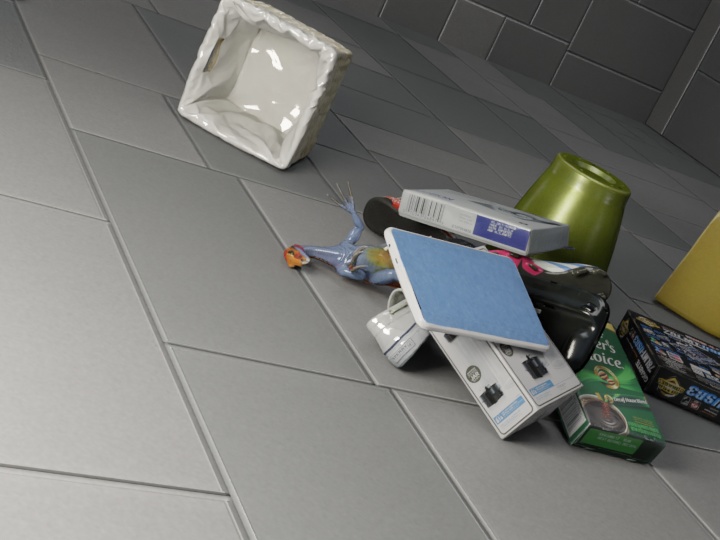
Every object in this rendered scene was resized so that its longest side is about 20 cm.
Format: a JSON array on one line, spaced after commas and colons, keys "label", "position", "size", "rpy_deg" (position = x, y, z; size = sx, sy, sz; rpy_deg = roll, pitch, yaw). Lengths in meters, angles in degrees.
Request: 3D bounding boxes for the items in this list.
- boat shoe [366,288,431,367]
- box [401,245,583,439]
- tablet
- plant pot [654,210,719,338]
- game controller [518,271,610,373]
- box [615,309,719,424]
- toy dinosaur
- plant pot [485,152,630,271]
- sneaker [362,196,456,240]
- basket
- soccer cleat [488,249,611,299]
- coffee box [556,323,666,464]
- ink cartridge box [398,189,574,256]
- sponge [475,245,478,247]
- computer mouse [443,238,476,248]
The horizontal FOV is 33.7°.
[{"label": "boat shoe", "position": [0.065, 0.045, 1.379], "size": [0.067, 0.074, 0.200], "rpy_deg": [46, 21, 2]}, {"label": "box", "position": [0.147, 0.075, 1.324], "size": [0.116, 0.060, 0.201], "rpy_deg": [-12, 63, -51]}, {"label": "tablet", "position": [0.116, 0.022, 1.282], "size": [0.198, 0.014, 0.132], "rpy_deg": [13, 46, -39]}, {"label": "plant pot", "position": [0.670, 0.022, 2.089], "size": [0.199, 0.197, 0.194], "rpy_deg": [39, 22, 17]}, {"label": "game controller", "position": [0.206, 0.059, 1.438], "size": [0.199, 0.106, 0.042], "rpy_deg": [18, -7, 47]}, {"label": "box", "position": [0.482, 0.148, 1.719], "size": [0.197, 0.050, 0.199], "rpy_deg": [23, 19, -10]}, {"label": "toy dinosaur", "position": [0.000, 0.000, 1.469], "size": [0.178, 0.202, 0.106], "rpy_deg": [-6, 36, 8]}, {"label": "plant pot", "position": [0.320, -0.069, 1.843], "size": [0.198, 0.195, 0.201], "rpy_deg": [24, 19, -9]}, {"label": "sneaker", "position": [0.106, -0.047, 1.697], "size": [0.200, 0.068, 0.107], "rpy_deg": [35, 23, 29]}, {"label": "basket", "position": [-0.136, -0.289, 1.806], "size": [0.198, 0.200, 0.161], "rpy_deg": [28, 17, 8]}, {"label": "soccer cleat", "position": [0.232, 0.019, 1.571], "size": [0.196, 0.071, 0.086], "rpy_deg": [9, -9, -9]}, {"label": "coffee box", "position": [0.279, 0.132, 1.428], "size": [0.121, 0.044, 0.202], "rpy_deg": [17, 36, -25]}, {"label": "ink cartridge box", "position": [0.181, -0.070, 1.629], "size": [0.197, 0.041, 0.199], "rpy_deg": [19, 12, 26]}, {"label": "sponge", "position": [0.187, 0.018, 1.695], "size": [0.110, 0.030, 0.201], "rpy_deg": [18, 21, -23]}, {"label": "computer mouse", "position": [0.149, 0.028, 1.450], "size": [0.058, 0.034, 0.201], "rpy_deg": [-12, 43, -22]}]
